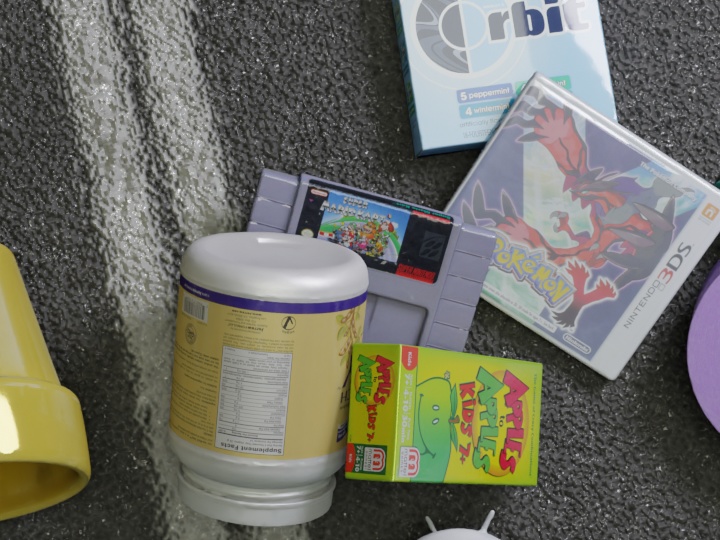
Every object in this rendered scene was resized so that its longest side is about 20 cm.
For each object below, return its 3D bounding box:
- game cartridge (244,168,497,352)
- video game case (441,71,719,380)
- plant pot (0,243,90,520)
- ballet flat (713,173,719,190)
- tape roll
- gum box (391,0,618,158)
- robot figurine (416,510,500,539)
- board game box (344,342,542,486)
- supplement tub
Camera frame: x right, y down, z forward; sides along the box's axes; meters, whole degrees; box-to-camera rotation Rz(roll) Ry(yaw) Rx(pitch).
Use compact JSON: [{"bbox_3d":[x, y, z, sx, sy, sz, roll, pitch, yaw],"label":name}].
[{"bbox_3d":[0.000,0.000,1.351,0.200,0.038,0.130,15,107,-5],"label":"game cartridge"},{"bbox_3d":[0.177,-0.035,1.367,0.200,0.023,0.182,33,102,-3],"label":"video game case"},{"bbox_3d":[-0.316,0.083,1.254,0.200,0.201,0.189,-9,72,-7],"label":"plant pot"},{"bbox_3d":[0.368,-0.006,1.402,0.064,0.067,0.200,-33,94,-22],"label":"ballet flat"},{"bbox_3d":[0.368,0.061,1.346,0.200,0.066,0.201,4,107,14],"label":"tape roll"},{"bbox_3d":[0.116,-0.206,1.397,0.170,0.045,0.200,-8,85,-7],"label":"gum box"},{"bbox_3d":[0.077,0.291,1.304,0.169,0.113,0.200,-7,73,30],"label":"robot figurine"},{"bbox_3d":[0.069,0.115,1.295,0.048,0.200,0.102,-2,82,38],"label":"board game box"},{"bbox_3d":[-0.073,0.081,1.279,0.145,0.145,0.200,4,104,-6],"label":"supplement tub"}]
